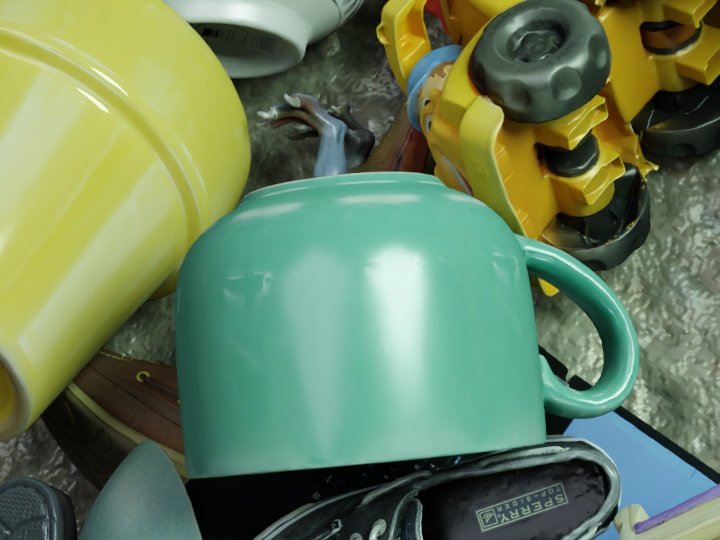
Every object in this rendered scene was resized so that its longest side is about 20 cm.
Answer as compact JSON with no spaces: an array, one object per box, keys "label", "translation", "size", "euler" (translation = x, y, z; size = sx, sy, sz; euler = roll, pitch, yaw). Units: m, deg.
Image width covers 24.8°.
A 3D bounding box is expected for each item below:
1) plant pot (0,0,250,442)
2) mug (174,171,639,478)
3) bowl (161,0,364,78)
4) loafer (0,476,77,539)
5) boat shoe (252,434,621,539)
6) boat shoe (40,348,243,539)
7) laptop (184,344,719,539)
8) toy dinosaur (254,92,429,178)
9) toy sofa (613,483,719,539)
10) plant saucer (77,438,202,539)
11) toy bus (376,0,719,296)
[{"label":"plant pot","translation":[-0.179,-0.027,0.823],"size":[0.199,0.202,0.190],"euler":[6,49,26]},{"label":"mug","translation":[0.009,0.023,0.699],"size":[0.151,0.184,0.116],"euler":[-12,82,45]},{"label":"bowl","translation":[-0.071,-0.159,0.862],"size":[0.199,0.200,0.095],"euler":[-3,77,23]},{"label":"loafer","translation":[-0.179,0.206,0.833],"size":[0.071,0.063,0.202],"euler":[9,83,28]},{"label":"boat shoe","translation":[0.022,0.125,0.718],"size":[0.198,0.068,0.072],"euler":[-19,82,2]},{"label":"boat shoe","translation":[-0.108,0.085,0.866],"size":[0.067,0.073,0.199],"euler":[-35,45,-29]},{"label":"laptop","translation":[0.044,0.111,0.757],"size":[0.178,0.199,0.103],"euler":[-53,18,-3]},{"label":"toy dinosaur","translation":[0.000,0.000,0.835],"size":[0.198,0.105,0.183],"euler":[-23,81,3]},{"label":"toy sofa","translation":[0.203,0.096,0.660],"size":[0.199,0.098,0.083],"euler":[-32,101,26]},{"label":"plant saucer","translation":[-0.106,0.181,0.759],"size":[0.038,0.201,0.203],"euler":[-5,62,-20]},{"label":"toy bus","translation":[0.077,-0.115,0.798],"size":[0.191,0.136,0.200],"euler":[27,66,36]}]
